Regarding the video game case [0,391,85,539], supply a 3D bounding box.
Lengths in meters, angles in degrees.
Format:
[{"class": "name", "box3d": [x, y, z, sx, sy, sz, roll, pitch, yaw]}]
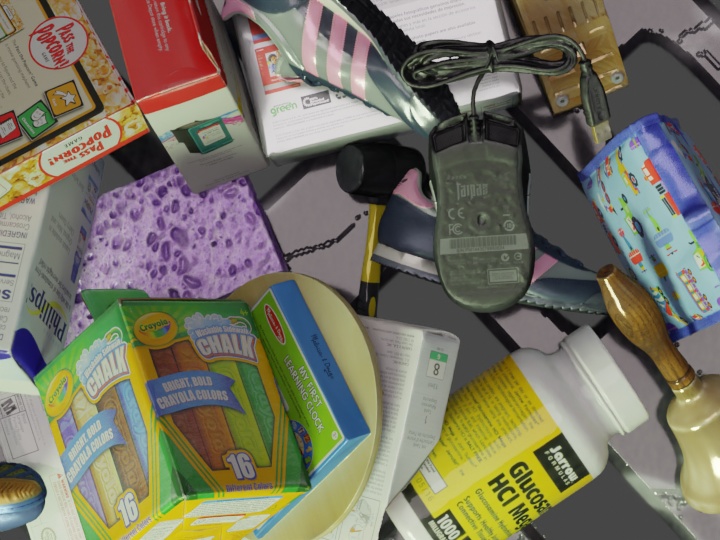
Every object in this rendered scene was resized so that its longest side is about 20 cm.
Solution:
[{"class": "video game case", "box3d": [-0.175, 0.159, 1.678, 0.180, 0.036, 0.201, -20, 86, 3]}]

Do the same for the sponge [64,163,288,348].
[{"class": "sponge", "box3d": [-0.168, -0.013, 1.688, 0.199, 0.030, 0.112, -22, 85, 4]}]

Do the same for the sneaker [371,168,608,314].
[{"class": "sneaker", "box3d": [0.113, -0.019, 1.622, 0.199, 0.070, 0.082, 14, 89, -8]}]

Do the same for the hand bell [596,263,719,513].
[{"class": "hand bell", "box3d": [0.228, 0.072, 1.572, 0.104, 0.104, 0.200, -39, 117, 2]}]

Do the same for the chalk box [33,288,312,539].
[{"class": "chalk box", "box3d": [-0.142, 0.095, 1.564, 0.124, 0.124, 0.201, -39, 64, 40]}]

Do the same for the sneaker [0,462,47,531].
[{"class": "sneaker", "box3d": [-0.316, 0.205, 1.664, 0.199, 0.075, 0.089, -14, 99, 26]}]

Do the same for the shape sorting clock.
[{"class": "shape sorting clock", "box3d": [-0.056, 0.102, 1.592, 0.199, 0.039, 0.201, -2, 88, 47]}]

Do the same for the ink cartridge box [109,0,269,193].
[{"class": "ink cartridge box", "box3d": [-0.131, -0.155, 1.594, 0.067, 0.200, 0.117, -19, 65, 3]}]

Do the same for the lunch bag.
[{"class": "lunch bag", "box3d": [0.231, -0.034, 1.572, 0.094, 0.200, 0.151, -29, 86, 3]}]

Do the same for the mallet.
[{"class": "mallet", "box3d": [0.000, 0.000, 1.660, 0.066, 0.041, 0.201, 11, 92, -35]}]

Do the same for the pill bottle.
[{"class": "pill bottle", "box3d": [0.110, 0.130, 1.618, 0.200, 0.112, 0.113, -35, 85, 3]}]

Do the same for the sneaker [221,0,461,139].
[{"class": "sneaker", "box3d": [-0.015, -0.155, 1.590, 0.200, 0.070, 0.082, 45, 115, 2]}]

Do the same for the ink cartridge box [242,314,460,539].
[{"class": "ink cartridge box", "box3d": [-0.014, 0.132, 1.603, 0.160, 0.050, 0.201, 9, 87, 47]}]

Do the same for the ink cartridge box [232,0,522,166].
[{"class": "ink cartridge box", "box3d": [0.008, -0.190, 1.655, 0.199, 0.084, 0.177, -13, 87, 3]}]

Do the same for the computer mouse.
[{"class": "computer mouse", "box3d": [0.112, -0.076, 1.547, 0.140, 0.046, 0.201, -9, 104, 7]}]

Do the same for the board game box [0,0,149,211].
[{"class": "board game box", "box3d": [-0.275, -0.121, 1.580, 0.199, 0.046, 0.152, -28, 65, -4]}]

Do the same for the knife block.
[{"class": "knife block", "box3d": [0.134, -0.245, 1.667, 0.064, 0.200, 0.176, -21, 41, 4]}]

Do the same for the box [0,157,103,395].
[{"class": "box", "box3d": [-0.309, -0.023, 1.628, 0.183, 0.105, 0.201, 6, 69, 12]}]
